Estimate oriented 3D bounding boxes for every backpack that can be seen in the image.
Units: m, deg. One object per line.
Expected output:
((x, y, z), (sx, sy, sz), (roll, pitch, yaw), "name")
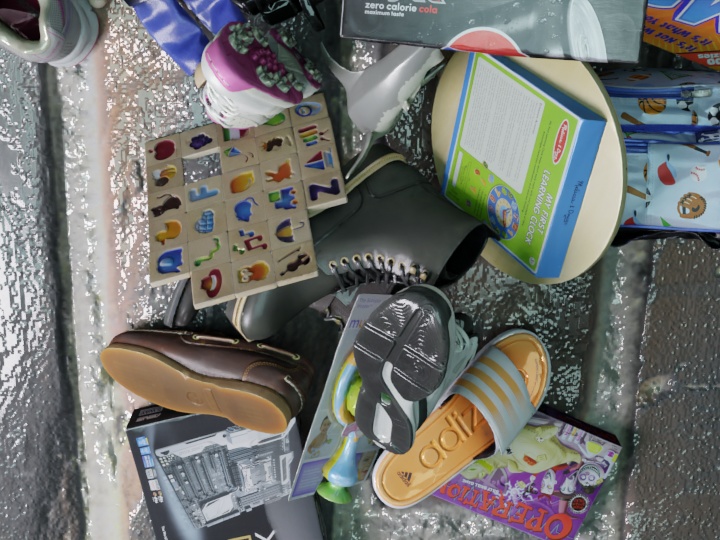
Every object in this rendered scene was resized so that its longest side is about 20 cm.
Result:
((0.230, -0.089, 0.854), (0.187, 0.200, 0.157), (-7, 96, 11), "backpack")

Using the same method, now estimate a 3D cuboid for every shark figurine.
((0.015, -0.160, 0.794), (0.089, 0.215, 0.129), (39, 60, -3), "shark figurine")

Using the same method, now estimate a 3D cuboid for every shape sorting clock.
((0.126, -0.088, 0.805), (0.039, 0.199, 0.203), (-16, 109, -31), "shape sorting clock")

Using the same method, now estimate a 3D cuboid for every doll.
((-0.168, -0.255, 0.854), (0.136, 0.049, 0.200), (-40, 98, 14), "doll")

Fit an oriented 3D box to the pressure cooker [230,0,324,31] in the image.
((-0.043, -0.294, 0.779), (0.197, 0.177, 0.179), (-24, 136, 7), "pressure cooker")

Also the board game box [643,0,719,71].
((0.240, -0.301, 0.733), (0.197, 0.200, 0.203), (17, 70, -14), "board game box")

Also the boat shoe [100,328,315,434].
((-0.135, 0.088, 0.931), (0.197, 0.071, 0.071), (14, 138, 19), "boat shoe")

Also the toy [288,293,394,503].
((0.013, 0.121, 0.938), (0.047, 0.114, 0.203), (33, 109, 34), "toy")

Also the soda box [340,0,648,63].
((0.088, -0.181, 0.695), (0.196, 0.063, 0.072), (6, 104, 8), "soda box")

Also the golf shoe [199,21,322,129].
((-0.090, -0.141, 0.816), (0.091, 0.200, 0.076), (-36, 90, 14), "golf shoe")

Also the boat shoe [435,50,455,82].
((0.103, -0.149, 0.888), (0.070, 0.065, 0.203), (-7, 106, 0), "boat shoe")

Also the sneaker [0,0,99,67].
((-0.300, -0.241, 0.831), (0.199, 0.088, 0.082), (38, 101, -12), "sneaker")

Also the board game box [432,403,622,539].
((0.137, 0.179, 1.003), (0.197, 0.032, 0.121), (23, 107, -9), "board game box")

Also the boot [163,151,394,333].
((-0.060, 0.010, 0.924), (0.173, 0.069, 0.201), (37, 99, -11), "boot")

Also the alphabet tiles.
((-0.094, -0.058, 0.849), (0.164, 0.202, 0.008), (-15, 139, 2), "alphabet tiles")

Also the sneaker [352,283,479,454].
((0.052, 0.052, 0.838), (0.075, 0.116, 0.202), (31, 145, 13), "sneaker")

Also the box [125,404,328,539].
((-0.119, 0.215, 0.988), (0.155, 0.050, 0.203), (-11, 105, 0), "box")

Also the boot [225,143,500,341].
((0.000, 0.000, 0.827), (0.200, 0.138, 0.078), (-49, 146, -8), "boot")

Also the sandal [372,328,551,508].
((0.100, 0.141, 0.935), (0.206, 0.059, 0.079), (-43, 97, -9), "sandal")
